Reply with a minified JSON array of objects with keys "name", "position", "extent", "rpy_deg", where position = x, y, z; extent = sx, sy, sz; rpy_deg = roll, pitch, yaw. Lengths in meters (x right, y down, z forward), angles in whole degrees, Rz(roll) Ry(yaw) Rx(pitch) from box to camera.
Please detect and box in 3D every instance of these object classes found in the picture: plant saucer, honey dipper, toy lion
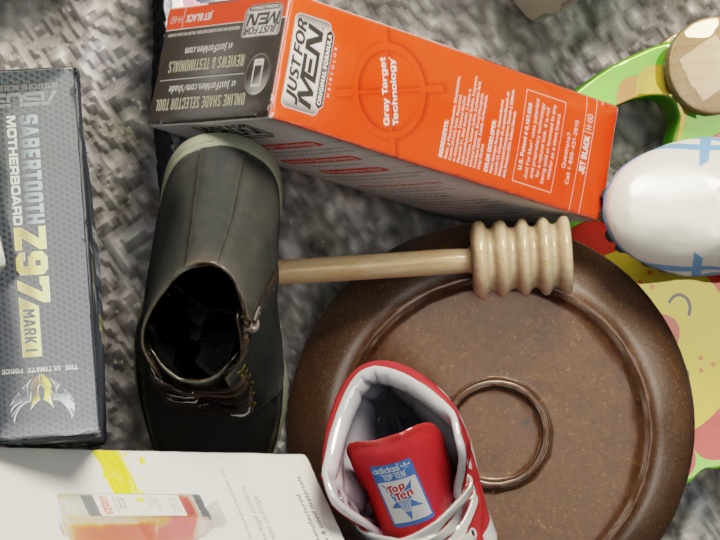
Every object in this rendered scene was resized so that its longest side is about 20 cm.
[{"name":"plant saucer","position":[0.064,0.077,1.422],"extent":[0.199,0.034,0.201],"rpy_deg":[0,91,-1]},{"name":"honey dipper","position":[0.000,0.000,1.385],"extent":[0.199,0.038,0.038],"rpy_deg":[-5,86,0]},{"name":"toy lion","position":[0.145,0.001,1.464],"extent":[0.191,0.069,0.200],"rpy_deg":[-29,92,-7]}]

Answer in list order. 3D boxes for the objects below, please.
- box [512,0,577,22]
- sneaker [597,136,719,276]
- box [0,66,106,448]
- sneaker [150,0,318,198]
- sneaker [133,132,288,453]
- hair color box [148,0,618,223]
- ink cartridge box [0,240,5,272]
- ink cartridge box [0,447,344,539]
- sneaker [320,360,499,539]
[{"name":"box","position":[0.143,-0.218,1.468],"extent":[0.200,0.082,0.068],"rpy_deg":[-45,96,-15]},{"name":"sneaker","position":[0.212,-0.026,1.399],"extent":[0.199,0.072,0.072],"rpy_deg":[6,83,-13]},{"name":"box","position":[-0.142,0.000,1.317],"extent":[0.051,0.200,0.158],"rpy_deg":[-3,85,-4]},{"name":"sneaker","position":[-0.059,-0.104,1.414],"extent":[0.082,0.070,0.201],"rpy_deg":[1,86,-11]},{"name":"sneaker","position":[-0.075,0.047,1.336],"extent":[0.074,0.106,0.201],"rpy_deg":[4,125,4]},{"name":"hair color box","position":[0.013,-0.072,1.377],"extent":[0.200,0.101,0.061],"rpy_deg":[15,81,-37]},{"name":"ink cartridge box","position":[-0.270,-0.026,1.221],"extent":[0.199,0.145,0.145],"rpy_deg":[-5,65,-28]},{"name":"ink cartridge box","position":[-0.122,0.152,1.290],"extent":[0.199,0.145,0.084],"rpy_deg":[4,48,-38]},{"name":"sneaker","position":[0.039,0.133,1.323],"extent":[0.071,0.112,0.201],"rpy_deg":[-25,73,4]}]
